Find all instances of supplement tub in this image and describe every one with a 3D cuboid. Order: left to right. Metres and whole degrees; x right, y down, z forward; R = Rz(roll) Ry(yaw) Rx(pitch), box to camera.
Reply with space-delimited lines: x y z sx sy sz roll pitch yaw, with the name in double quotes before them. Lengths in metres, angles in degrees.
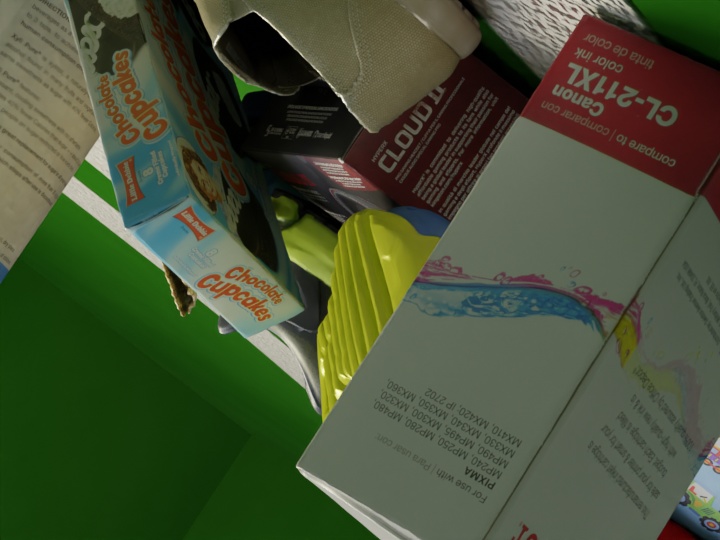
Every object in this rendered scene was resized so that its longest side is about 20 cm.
"supplement tub" -0.208 -0.091 1.268 0.132 0.200 0.132 33 172 6

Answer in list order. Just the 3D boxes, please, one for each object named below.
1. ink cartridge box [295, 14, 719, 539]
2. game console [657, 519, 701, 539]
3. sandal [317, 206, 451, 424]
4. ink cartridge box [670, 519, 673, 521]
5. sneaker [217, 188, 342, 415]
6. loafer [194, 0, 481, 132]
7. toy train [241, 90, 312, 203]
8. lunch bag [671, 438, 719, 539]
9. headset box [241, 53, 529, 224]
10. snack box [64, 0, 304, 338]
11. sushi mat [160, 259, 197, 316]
"ink cartridge box" 0.081 0.030 0.866 0.083 0.200 0.146 29 170 29
"game console" 0.112 0.161 1.141 0.177 0.031 0.200 35 153 2
"sandal" 0.030 0.025 0.994 0.087 0.080 0.200 -3 164 -7
"ink cartridge box" 0.099 0.092 1.208 0.198 0.200 0.043 29 -155 26
"sneaker" 0.017 0.046 1.141 0.200 0.081 0.074 38 -173 -4
"loafer" -0.043 -0.115 0.959 0.200 0.068 0.076 27 169 38
"toy train" 0.000 0.000 1.230 0.085 0.116 0.200 -2 147 45
"lunch bag" 0.215 0.067 1.010 0.150 0.094 0.200 36 154 -4
"headset box" 0.046 -0.037 1.046 0.200 0.075 0.149 36 172 -19
"snack box" -0.088 -0.078 1.081 0.116 0.037 0.200 46 -159 -54
"sushi mat" -0.096 -0.064 1.177 0.200 0.012 0.096 -90 -17 -63
